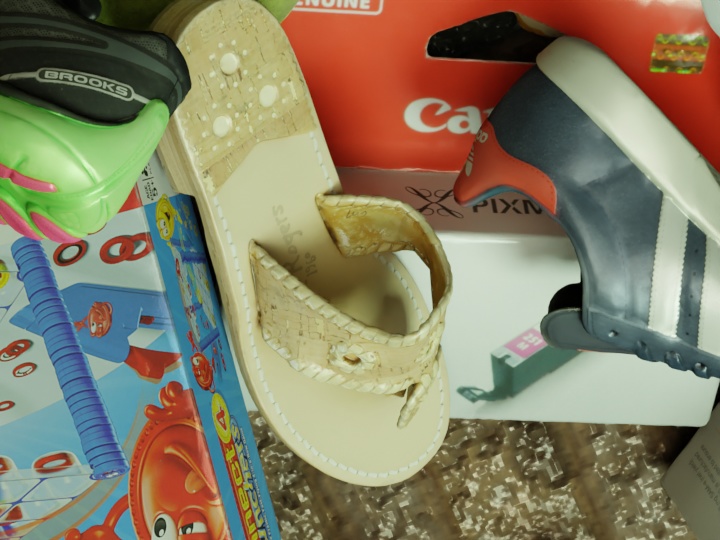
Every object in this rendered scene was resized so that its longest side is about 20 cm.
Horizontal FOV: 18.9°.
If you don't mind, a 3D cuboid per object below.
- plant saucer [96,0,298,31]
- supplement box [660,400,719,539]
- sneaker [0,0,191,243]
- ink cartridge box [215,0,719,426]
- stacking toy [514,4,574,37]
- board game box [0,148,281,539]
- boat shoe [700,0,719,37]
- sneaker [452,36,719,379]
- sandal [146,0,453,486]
[{"bbox_3d":[-0.104,-0.145,0.723,0.198,0.031,0.201,9,123,15],"label":"plant saucer"},{"bbox_3d":[0.217,0.052,0.822,0.073,0.126,0.201,25,110,-28],"label":"supplement box"},{"bbox_3d":[-0.132,-0.080,0.707,0.084,0.199,0.077,-45,150,-21],"label":"sneaker"},{"bbox_3d":[0.048,-0.022,0.803,0.198,0.044,0.175,2,130,-6],"label":"ink cartridge box"},{"bbox_3d":[0.112,-0.157,0.753,0.115,0.110,0.200,22,125,-24],"label":"stacking toy"},{"bbox_3d":[-0.138,0.069,0.752,0.198,0.056,0.197,-15,94,13],"label":"board game box"},{"bbox_3d":[0.158,-0.086,0.722,0.056,0.069,0.200,14,160,25],"label":"boat shoe"},{"bbox_3d":[0.114,0.014,0.757,0.085,0.075,0.200,-45,88,9],"label":"sneaker"},{"bbox_3d":[-0.004,0.004,0.732,0.078,0.069,0.213,-42,125,-23],"label":"sandal"}]
